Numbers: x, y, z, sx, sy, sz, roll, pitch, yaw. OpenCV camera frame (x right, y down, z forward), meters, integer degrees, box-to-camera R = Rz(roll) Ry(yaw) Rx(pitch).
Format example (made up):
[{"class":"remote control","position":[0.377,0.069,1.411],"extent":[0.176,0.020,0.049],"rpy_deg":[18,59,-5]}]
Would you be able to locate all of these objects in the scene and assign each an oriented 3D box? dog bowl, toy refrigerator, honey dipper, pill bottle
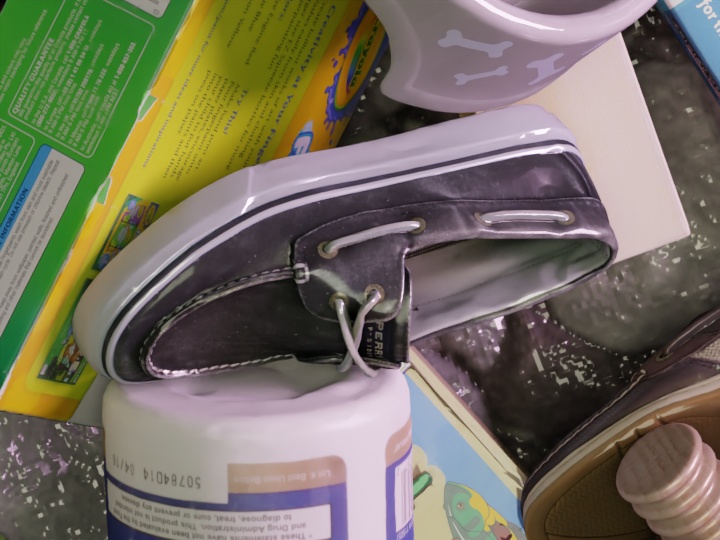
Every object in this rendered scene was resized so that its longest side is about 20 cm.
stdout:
[{"class":"dog bowl","position":[0.039,-0.158,0.943],"extent":[0.200,0.059,0.201],"rpy_deg":[12,71,-39]},{"class":"toy refrigerator","position":[0.059,-0.098,1.052],"extent":[0.070,0.076,0.201],"rpy_deg":[-19,94,2]},{"class":"honey dipper","position":[0.167,0.136,1.056],"extent":[0.038,0.038,0.200],"rpy_deg":[-39,119,3]},{"class":"pill bottle","position":[-0.035,0.134,0.989],"extent":[0.110,0.111,0.201],"rpy_deg":[-1,104,1]}]

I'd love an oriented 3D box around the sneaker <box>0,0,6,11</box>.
[{"class":"sneaker","position":[-0.133,-0.086,1.052],"extent":[0.084,0.077,0.200],"rpy_deg":[28,80,20]}]

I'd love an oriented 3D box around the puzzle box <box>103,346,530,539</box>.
[{"class":"puzzle box","position":[0.010,0.117,1.091],"extent":[0.133,0.025,0.200],"rpy_deg":[-43,93,4]}]

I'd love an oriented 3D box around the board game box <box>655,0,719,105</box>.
[{"class":"board game box","position":[0.218,-0.130,1.062],"extent":[0.200,0.047,0.151],"rpy_deg":[-34,93,3]}]

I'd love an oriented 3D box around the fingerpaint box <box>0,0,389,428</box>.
[{"class":"fingerpaint box","position":[-0.079,-0.046,1.005],"extent":[0.073,0.167,0.201],"rpy_deg":[28,94,22]}]

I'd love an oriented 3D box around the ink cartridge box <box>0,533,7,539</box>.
[{"class":"ink cartridge box","position":[-0.239,0.087,1.074],"extent":[0.200,0.059,0.104],"rpy_deg":[45,93,-2]}]

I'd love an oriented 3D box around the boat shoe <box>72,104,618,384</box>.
[{"class":"boat shoe","position":[0.000,0.000,0.953],"extent":[0.199,0.072,0.071],"rpy_deg":[-22,55,-17]}]

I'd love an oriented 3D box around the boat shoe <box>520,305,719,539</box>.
[{"class":"boat shoe","position":[0.148,0.049,1.067],"extent":[0.200,0.065,0.073],"rpy_deg":[-30,122,1]}]
